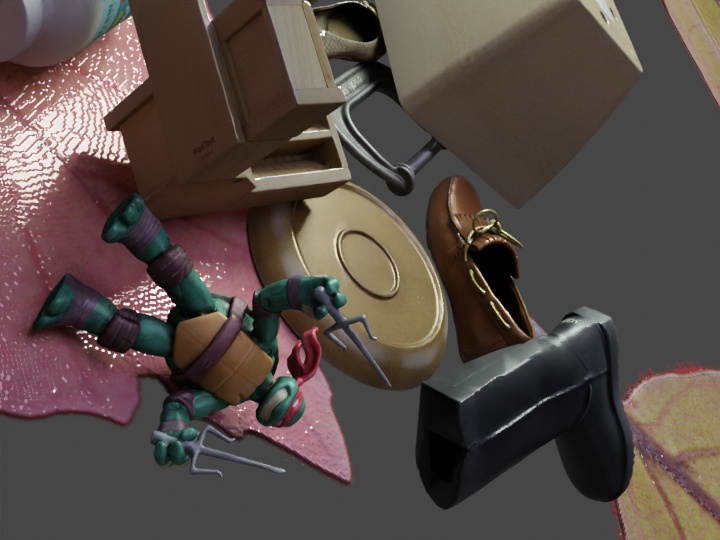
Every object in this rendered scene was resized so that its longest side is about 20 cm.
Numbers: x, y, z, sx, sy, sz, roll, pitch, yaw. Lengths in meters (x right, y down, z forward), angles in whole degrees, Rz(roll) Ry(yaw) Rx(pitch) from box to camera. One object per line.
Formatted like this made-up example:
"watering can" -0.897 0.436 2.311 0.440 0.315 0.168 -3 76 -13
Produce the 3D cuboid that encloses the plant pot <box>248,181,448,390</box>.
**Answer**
"plant pot" 0.000 0.000 0.979 0.199 0.027 0.201 31 37 -27

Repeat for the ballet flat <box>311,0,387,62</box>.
"ballet flat" -0.020 -0.224 1.149 0.067 0.046 0.200 41 32 15

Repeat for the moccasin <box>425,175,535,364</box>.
"moccasin" 0.104 -0.006 1.056 0.073 0.078 0.202 29 36 -30

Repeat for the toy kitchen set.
"toy kitchen set" -0.059 -0.151 0.847 0.180 0.200 0.164 -11 79 -41

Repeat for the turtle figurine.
"turtle figurine" -0.090 0.051 0.766 0.200 0.101 0.150 37 76 -15

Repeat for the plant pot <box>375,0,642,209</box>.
"plant pot" 0.148 -0.219 1.193 0.200 0.177 0.201 34 33 -41

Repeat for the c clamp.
"c clamp" 0.044 -0.124 1.151 0.171 0.027 0.200 51 33 2

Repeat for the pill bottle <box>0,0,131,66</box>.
"pill bottle" -0.209 -0.210 0.865 0.111 0.111 0.200 44 34 -8

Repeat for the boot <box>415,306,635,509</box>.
"boot" 0.127 0.133 0.950 0.199 0.065 0.166 -23 107 -46
